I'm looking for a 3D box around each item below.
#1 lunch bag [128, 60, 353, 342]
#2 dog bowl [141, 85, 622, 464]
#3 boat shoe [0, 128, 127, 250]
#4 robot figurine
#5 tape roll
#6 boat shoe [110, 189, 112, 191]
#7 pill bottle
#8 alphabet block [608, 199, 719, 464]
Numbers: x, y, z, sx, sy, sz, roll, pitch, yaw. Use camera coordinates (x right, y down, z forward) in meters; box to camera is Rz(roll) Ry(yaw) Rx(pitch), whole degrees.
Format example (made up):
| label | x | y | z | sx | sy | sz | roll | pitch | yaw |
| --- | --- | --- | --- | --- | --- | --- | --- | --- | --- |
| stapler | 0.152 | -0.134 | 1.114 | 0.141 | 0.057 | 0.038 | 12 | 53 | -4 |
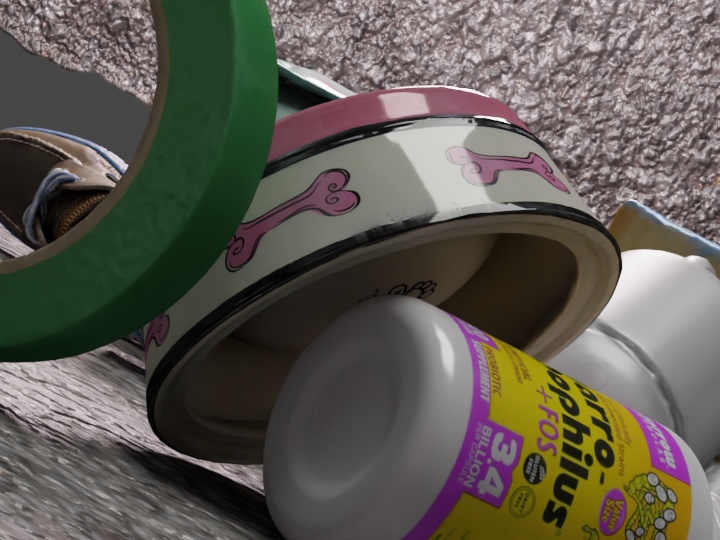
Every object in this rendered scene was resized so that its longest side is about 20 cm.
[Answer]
| label | x | y | z | sx | sy | sz | roll | pitch | yaw |
| --- | --- | --- | --- | --- | --- | --- | --- | --- | --- |
| lunch bag | -0.004 | -0.023 | 1.448 | 0.170 | 0.122 | 0.200 | 25 | 40 | 17 |
| dog bowl | 0.000 | 0.000 | 1.124 | 0.200 | 0.199 | 0.074 | 26 | 39 | -58 |
| boat shoe | -0.157 | -0.031 | 1.636 | 0.199 | 0.073 | 0.072 | 29 | 3 | 24 |
| robot figurine | 0.123 | 0.062 | 1.374 | 0.170 | 0.113 | 0.200 | 50 | 39 | 7 |
| tape roll | -0.131 | -0.068 | 1.032 | 0.200 | 0.201 | 0.048 | 28 | 2 | 20 |
| boat shoe | -0.062 | 0.030 | 1.541 | 0.199 | 0.073 | 0.072 | 27 | 1 | 5 |
| pill bottle | 0.066 | 0.091 | 1.084 | 0.199 | 0.105 | 0.104 | 27 | 1 | -35 |
| alphabet block | 0.204 | 0.098 | 1.651 | 0.196 | 0.201 | 0.195 | 28 | 1 | 15 |
